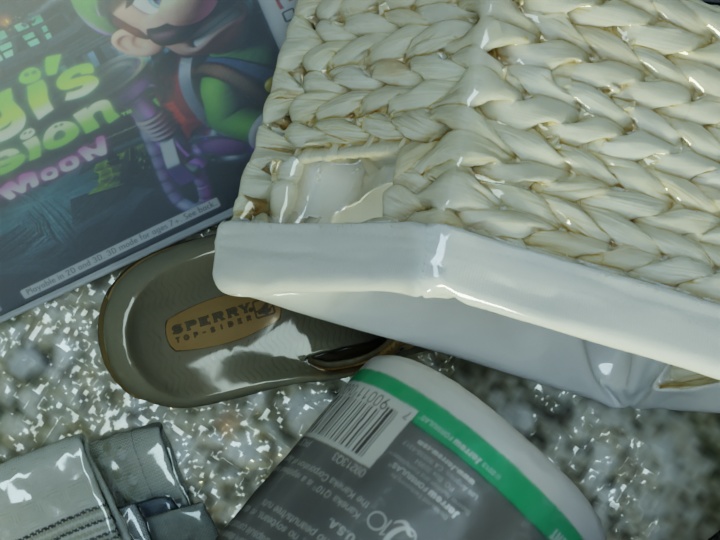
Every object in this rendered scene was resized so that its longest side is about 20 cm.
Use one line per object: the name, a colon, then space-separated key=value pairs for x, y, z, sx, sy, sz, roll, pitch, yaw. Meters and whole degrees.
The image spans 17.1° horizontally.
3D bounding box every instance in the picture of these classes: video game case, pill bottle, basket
video game case: x=-0.100 y=-0.062 z=0.847 sx=0.199 sy=0.182 sz=0.023 roll=-24 pitch=54 yaw=0
pill bottle: x=-0.014 y=0.138 z=0.849 sx=0.113 sy=0.113 sz=0.200 roll=40 pitch=78 yaw=1
basket: x=0.072 y=-0.029 z=0.820 sx=0.199 sy=0.135 sz=0.124 roll=17 pitch=80 yaw=-33

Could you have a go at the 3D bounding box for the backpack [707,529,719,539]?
backpack: x=0.145 y=0.206 z=0.844 sx=0.177 sy=0.151 sz=0.200 roll=-40 pitch=80 yaw=6

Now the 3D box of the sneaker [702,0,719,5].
sneaker: x=0.175 y=-0.132 z=0.901 sx=0.199 sy=0.108 sz=0.070 roll=-6 pitch=86 yaw=-30

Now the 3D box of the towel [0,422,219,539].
towel: x=-0.131 y=0.174 z=0.904 sx=0.199 sy=0.035 sz=0.193 roll=-21 pitch=89 yaw=-1

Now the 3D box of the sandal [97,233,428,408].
sandal: x=0.000 y=0.000 z=0.890 sx=0.199 sy=0.054 sz=0.081 roll=-20 pitch=96 yaw=-11
